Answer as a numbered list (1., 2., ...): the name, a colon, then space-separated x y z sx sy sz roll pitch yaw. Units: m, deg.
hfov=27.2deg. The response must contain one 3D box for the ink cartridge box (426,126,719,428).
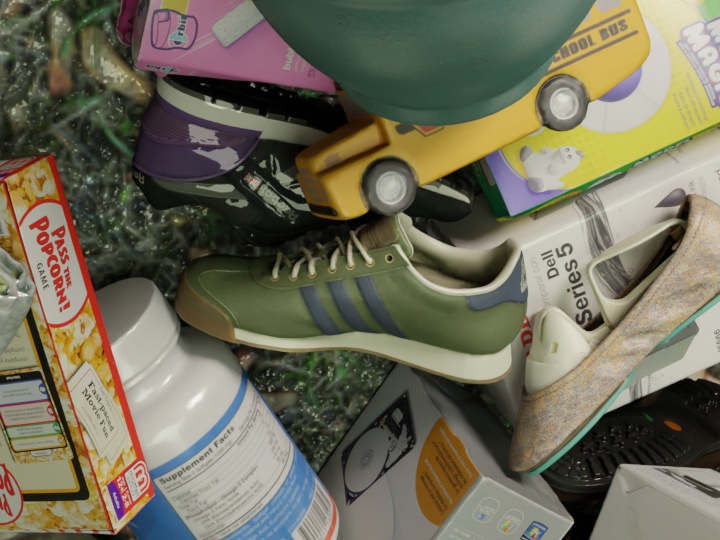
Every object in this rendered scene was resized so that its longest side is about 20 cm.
1. ink cartridge box: 0.162 0.001 0.947 0.200 0.084 0.146 -24 118 -5

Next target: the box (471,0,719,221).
1. box: 0.151 -0.121 0.885 0.200 0.048 0.118 -25 92 -8

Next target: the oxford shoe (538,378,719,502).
1. oxford shoe: 0.186 0.134 0.995 0.200 0.073 0.085 -5 124 -41

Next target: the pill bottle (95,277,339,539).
1. pill bottle: -0.105 0.105 0.892 0.112 0.112 0.200 -32 116 -2

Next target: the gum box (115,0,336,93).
1. gum box: -0.054 -0.195 0.795 0.113 0.066 0.200 6 111 -24

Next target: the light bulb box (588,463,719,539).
1. light bulb box: 0.225 0.236 0.937 0.200 0.125 0.199 10 103 -47

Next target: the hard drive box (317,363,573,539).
1. hard drive box: 0.022 0.181 0.945 0.077 0.156 0.200 29 102 -27

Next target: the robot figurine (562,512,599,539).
1. robot figurine: 0.179 0.234 1.034 0.200 0.058 0.145 -5 105 -43

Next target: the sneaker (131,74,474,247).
1. sneaker: -0.035 -0.052 0.873 0.199 0.076 0.088 17 112 -14

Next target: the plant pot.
1. plant pot: 0.033 -0.155 0.711 0.200 0.201 0.134 -21 141 -8

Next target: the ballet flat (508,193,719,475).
1. ballet flat: 0.145 0.032 0.880 0.200 0.068 0.067 -45 99 1

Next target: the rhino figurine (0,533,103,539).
1. rhino figurine: -0.186 0.201 0.941 0.087 0.060 0.200 -39 121 0

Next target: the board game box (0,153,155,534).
1. board game box: -0.210 0.046 0.807 0.151 0.046 0.201 -4 110 25

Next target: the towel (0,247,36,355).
1. towel: -0.274 0.020 0.768 0.171 0.048 0.200 42 122 3

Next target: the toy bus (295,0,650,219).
1. toy bus: 0.056 -0.097 0.806 0.200 0.065 0.078 -26 103 -13

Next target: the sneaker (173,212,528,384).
1. sneaker: 0.000 0.000 0.843 0.200 0.067 0.090 11 123 -6
